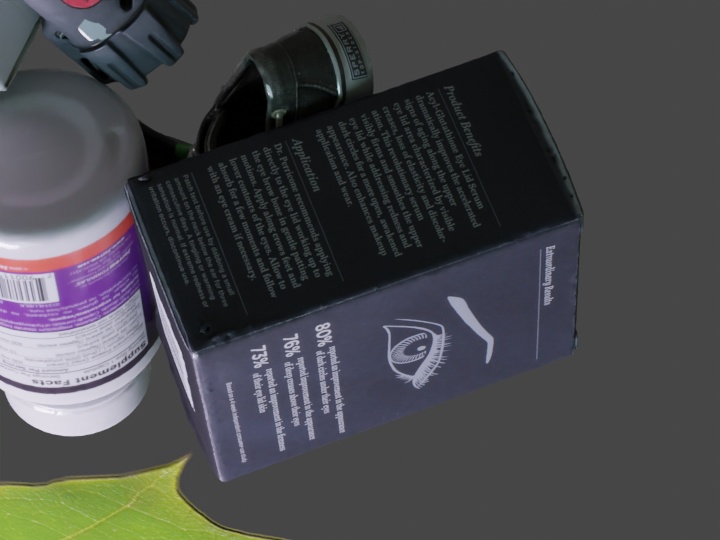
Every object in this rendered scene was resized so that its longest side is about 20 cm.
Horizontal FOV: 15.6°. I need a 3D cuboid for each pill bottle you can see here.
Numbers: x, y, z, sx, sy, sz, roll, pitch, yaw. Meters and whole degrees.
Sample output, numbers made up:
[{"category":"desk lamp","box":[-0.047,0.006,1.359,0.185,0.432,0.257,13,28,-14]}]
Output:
[{"category":"pill bottle","box":[-0.157,-0.001,1.355,0.111,0.112,0.200,14,146,11]}]

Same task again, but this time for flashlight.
[{"category":"flashlight","box":[-0.152,-0.163,1.235,0.068,0.068,0.200,17,163,46]}]

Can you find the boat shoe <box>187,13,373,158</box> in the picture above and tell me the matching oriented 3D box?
[{"category":"boat shoe","box":[-0.055,-0.063,1.328,0.064,0.071,0.200,-19,159,-25]}]

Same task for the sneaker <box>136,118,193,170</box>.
[{"category":"sneaker","box":[-0.169,-0.072,1.423,0.199,0.078,0.085,16,149,-13]}]

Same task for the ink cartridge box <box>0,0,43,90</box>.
[{"category":"ink cartridge box","box":[-0.271,-0.156,1.302,0.200,0.083,0.147,-1,146,37]}]

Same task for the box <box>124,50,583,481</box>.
[{"category":"box","box":[0.000,0.000,1.284,0.199,0.105,0.148,-19,153,-8]}]
